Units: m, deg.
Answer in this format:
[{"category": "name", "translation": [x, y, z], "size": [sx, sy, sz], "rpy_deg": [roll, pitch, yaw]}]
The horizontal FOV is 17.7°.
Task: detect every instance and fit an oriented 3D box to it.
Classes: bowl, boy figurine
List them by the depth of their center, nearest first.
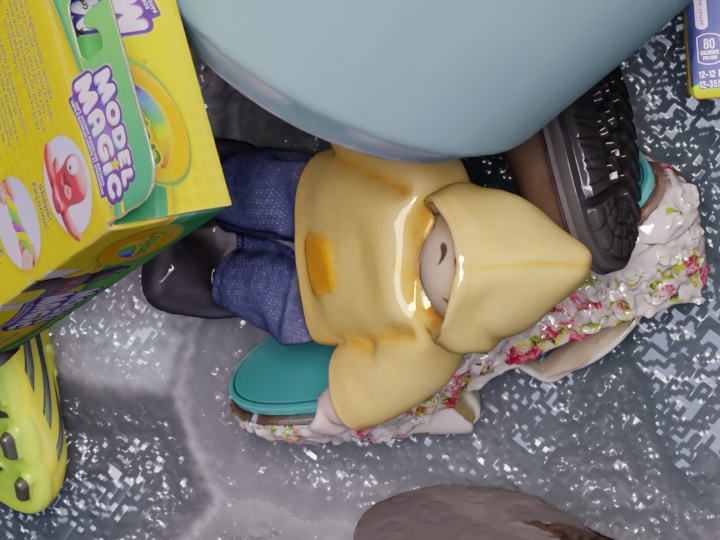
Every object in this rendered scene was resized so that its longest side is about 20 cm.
[{"category": "bowl", "translation": [0.009, -0.109, 0.729], "size": [0.200, 0.201, 0.105], "rpy_deg": [33, 117, 6]}, {"category": "boy figurine", "translation": [0.000, 0.000, 0.817], "size": [0.199, 0.064, 0.126], "rpy_deg": [13, 100, 52]}]

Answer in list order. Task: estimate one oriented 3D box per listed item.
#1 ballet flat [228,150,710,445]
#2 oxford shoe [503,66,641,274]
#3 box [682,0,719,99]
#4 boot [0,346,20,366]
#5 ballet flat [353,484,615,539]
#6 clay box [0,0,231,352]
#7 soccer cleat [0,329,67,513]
[{"category": "ballet flat", "translation": [0.046, 0.027, 0.873], "size": [0.199, 0.076, 0.064], "rpy_deg": [-27, 125, 19]}, {"category": "oxford shoe", "translation": [0.044, -0.078, 0.840], "size": [0.084, 0.073, 0.201], "rpy_deg": [-30, 62, 20]}, {"category": "box", "translation": [0.215, -0.103, 0.821], "size": [0.198, 0.064, 0.071], "rpy_deg": [-4, 96, 13]}, {"category": "boot", "translation": [-0.243, -0.008, 0.820], "size": [0.164, 0.066, 0.201], "rpy_deg": [-36, 97, -11]}, {"category": "ballet flat", "translation": [0.094, 0.126, 0.882], "size": [0.198, 0.068, 0.047], "rpy_deg": [8, 131, 7]}, {"category": "clay box", "translation": [-0.104, -0.050, 0.733], "size": [0.200, 0.047, 0.116], "rpy_deg": [-27, 76, 55]}, {"category": "soccer cleat", "translation": [-0.146, 0.000, 0.907], "size": [0.064, 0.084, 0.202], "rpy_deg": [1, 117, 40]}]
